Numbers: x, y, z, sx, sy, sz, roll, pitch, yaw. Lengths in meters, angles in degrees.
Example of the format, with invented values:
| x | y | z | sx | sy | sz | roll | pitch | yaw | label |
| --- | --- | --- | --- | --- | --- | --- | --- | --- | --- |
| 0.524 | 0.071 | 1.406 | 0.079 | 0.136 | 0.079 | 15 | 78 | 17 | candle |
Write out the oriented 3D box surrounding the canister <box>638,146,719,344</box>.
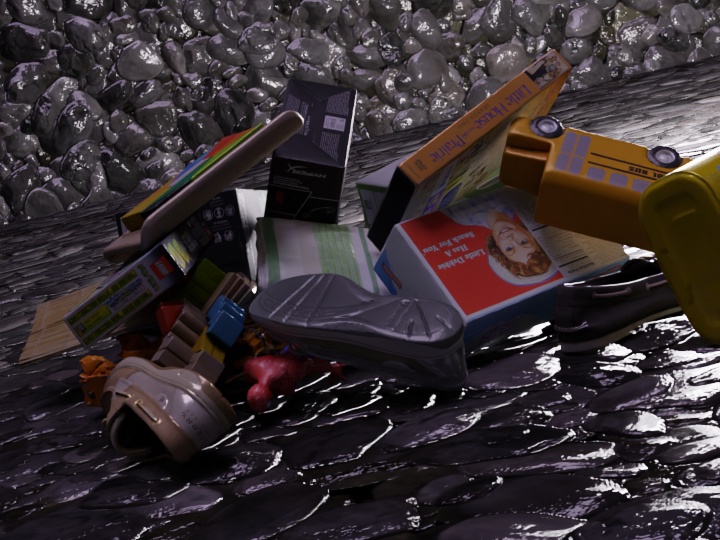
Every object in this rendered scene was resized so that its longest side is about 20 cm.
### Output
| x | y | z | sx | sy | sz | roll | pitch | yaw | label |
| --- | --- | --- | --- | --- | --- | --- | --- | --- | --- |
| 0.322 | -0.039 | 1.257 | 0.199 | 0.150 | 0.086 | -26 | -1 | -44 | canister |

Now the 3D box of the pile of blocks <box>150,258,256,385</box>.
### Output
| x | y | z | sx | sy | sz | roll | pitch | yaw | label |
| --- | --- | --- | --- | --- | --- | --- | --- | --- | --- |
| -0.137 | 0.032 | 1.319 | 0.082 | 0.062 | 0.200 | -49 | 15 | 13 | pile of blocks |

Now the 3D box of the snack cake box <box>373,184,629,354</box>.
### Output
| x | y | z | sx | sy | sz | roll | pitch | yaw | label |
| --- | --- | --- | --- | --- | --- | --- | --- | --- | --- |
| 0.127 | -0.006 | 1.389 | 0.199 | 0.115 | 0.067 | -19 | -27 | -32 | snack cake box |

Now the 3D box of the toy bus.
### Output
| x | y | z | sx | sy | sz | roll | pitch | yaw | label |
| --- | --- | --- | --- | --- | --- | --- | --- | --- | --- |
| 0.218 | -0.070 | 1.362 | 0.198 | 0.065 | 0.079 | 15 | 46 | 9 | toy bus |

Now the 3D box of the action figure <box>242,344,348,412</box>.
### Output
| x | y | z | sx | sy | sz | roll | pitch | yaw | label |
| --- | --- | --- | --- | --- | --- | --- | --- | --- | --- |
| -0.049 | 0.075 | 1.352 | 0.065 | 0.052 | 0.200 | 1 | 17 | 24 | action figure |

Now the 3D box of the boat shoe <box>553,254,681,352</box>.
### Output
| x | y | z | sx | sy | sz | roll | pitch | yaw | label |
| --- | --- | --- | --- | --- | --- | --- | --- | --- | --- |
| 0.234 | 0.014 | 1.334 | 0.066 | 0.058 | 0.199 | -3 | 14 | 44 | boat shoe |

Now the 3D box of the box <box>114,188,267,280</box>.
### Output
| x | y | z | sx | sy | sz | roll | pitch | yaw | label |
| --- | --- | --- | --- | --- | --- | --- | --- | --- | --- |
| -0.162 | -0.019 | 1.742 | 0.147 | 0.126 | 0.200 | -10 | -1 | 15 | box |

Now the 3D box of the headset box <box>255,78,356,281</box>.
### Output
| x | y | z | sx | sy | sz | roll | pitch | yaw | label |
| --- | --- | --- | --- | --- | --- | --- | --- | --- | --- |
| -0.057 | -0.068 | 1.584 | 0.074 | 0.201 | 0.149 | 9 | 38 | -1 | headset box |

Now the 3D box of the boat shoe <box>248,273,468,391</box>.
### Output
| x | y | z | sx | sy | sz | roll | pitch | yaw | label |
| --- | --- | --- | --- | --- | --- | --- | --- | --- | --- |
| -0.004 | 0.053 | 1.281 | 0.200 | 0.065 | 0.075 | 9 | 38 | 29 | boat shoe |

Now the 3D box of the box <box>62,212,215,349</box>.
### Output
| x | y | z | sx | sy | sz | roll | pitch | yaw | label |
| --- | --- | --- | --- | --- | --- | --- | --- | --- | --- |
| -0.193 | 0.005 | 1.396 | 0.110 | 0.035 | 0.200 | -37 | 7 | 7 | box |

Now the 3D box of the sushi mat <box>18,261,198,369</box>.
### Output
| x | y | z | sx | sy | sz | roll | pitch | yaw | label |
| --- | --- | --- | --- | --- | --- | --- | --- | --- | --- |
| -0.244 | 0.036 | 1.529 | 0.198 | 0.012 | 0.096 | -19 | 33 | 20 | sushi mat |

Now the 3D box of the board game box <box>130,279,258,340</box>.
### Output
| x | y | z | sx | sy | sz | roll | pitch | yaw | label |
| --- | --- | --- | --- | --- | --- | --- | --- | --- | --- |
| -0.145 | 0.046 | 1.558 | 0.198 | 0.035 | 0.126 | -5 | -17 | 36 | board game box |

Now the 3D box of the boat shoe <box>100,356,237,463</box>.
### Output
| x | y | z | sx | sy | sz | roll | pitch | yaw | label |
| --- | --- | --- | --- | --- | --- | --- | --- | --- | --- |
| -0.172 | 0.118 | 1.250 | 0.069 | 0.074 | 0.199 | -46 | 17 | -24 | boat shoe |

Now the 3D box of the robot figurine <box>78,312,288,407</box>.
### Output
| x | y | z | sx | sy | sz | roll | pitch | yaw | label |
| --- | --- | --- | --- | --- | --- | --- | --- | --- | --- |
| -0.152 | 0.084 | 1.439 | 0.198 | 0.059 | 0.145 | -9 | 13 | 22 | robot figurine |

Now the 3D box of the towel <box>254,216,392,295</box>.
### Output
| x | y | z | sx | sy | sz | roll | pitch | yaw | label |
| --- | --- | --- | --- | --- | --- | --- | --- | --- | --- |
| 0.000 | 0.000 | 1.449 | 0.198 | 0.031 | 0.150 | 6 | 25 | -8 | towel |

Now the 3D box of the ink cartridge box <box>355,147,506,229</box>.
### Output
| x | y | z | sx | sy | sz | roll | pitch | yaw | label |
| --- | --- | --- | --- | --- | --- | --- | --- | --- | --- |
| 0.097 | -0.075 | 1.585 | 0.103 | 0.060 | 0.199 | -28 | 23 | -32 | ink cartridge box |

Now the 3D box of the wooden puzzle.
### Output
| x | y | z | sx | sy | sz | roll | pitch | yaw | label |
| --- | --- | --- | --- | --- | --- | --- | --- | --- | --- |
| -0.153 | -0.079 | 1.442 | 0.185 | 0.037 | 0.200 | -40 | 7 | -18 | wooden puzzle |

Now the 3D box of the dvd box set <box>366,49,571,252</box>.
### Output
| x | y | z | sx | sy | sz | roll | pitch | yaw | label |
| --- | --- | --- | --- | --- | --- | --- | --- | --- | --- |
| 0.098 | -0.107 | 1.427 | 0.199 | 0.029 | 0.147 | -38 | -12 | -23 | dvd box set |
